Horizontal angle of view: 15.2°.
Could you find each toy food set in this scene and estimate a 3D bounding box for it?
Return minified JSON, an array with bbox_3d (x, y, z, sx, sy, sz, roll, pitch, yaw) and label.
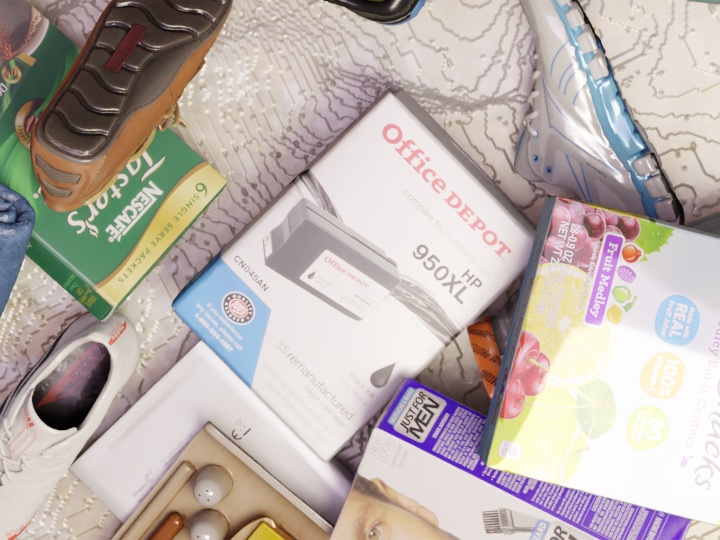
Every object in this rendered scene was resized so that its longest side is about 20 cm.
[{"bbox_3d":[-0.102,0.214,1.744,0.143,0.060,0.200,39,106,-1],"label":"toy food set"}]

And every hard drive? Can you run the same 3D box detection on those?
[{"bbox_3d":[-0.076,0.156,1.774,0.132,0.027,0.200,-44,93,13],"label":"hard drive"}]

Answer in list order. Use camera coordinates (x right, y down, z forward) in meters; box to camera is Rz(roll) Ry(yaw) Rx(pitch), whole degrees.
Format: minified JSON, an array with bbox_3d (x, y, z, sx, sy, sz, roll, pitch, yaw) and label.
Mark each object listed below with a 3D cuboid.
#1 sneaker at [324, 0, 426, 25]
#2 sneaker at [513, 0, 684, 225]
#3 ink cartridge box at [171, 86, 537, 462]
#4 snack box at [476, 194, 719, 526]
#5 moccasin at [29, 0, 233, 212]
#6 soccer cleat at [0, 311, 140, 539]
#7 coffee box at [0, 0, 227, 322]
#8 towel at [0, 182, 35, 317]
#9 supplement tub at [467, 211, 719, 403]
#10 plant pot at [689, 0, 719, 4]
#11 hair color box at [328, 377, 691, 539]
[{"bbox_3d":[-0.043,-0.223,1.705,0.200,0.083,0.071,33,97,-2],"label":"sneaker"},{"bbox_3d":[0.129,-0.102,1.721,0.087,0.075,0.200,-25,95,11],"label":"sneaker"},{"bbox_3d":[0.000,0.000,1.729,0.200,0.084,0.145,-45,93,6],"label":"ink cartridge box"},{"bbox_3d":[0.188,0.059,1.610,0.200,0.068,0.169,14,93,-4],"label":"snack box"},{"bbox_3d":[-0.141,-0.116,1.693,0.074,0.078,0.201,22,54,4],"label":"moccasin"},{"bbox_3d":[-0.215,0.110,1.750,0.069,0.085,0.200,39,96,-3],"label":"soccer cleat"},{"bbox_3d":[-0.197,-0.077,1.723,0.200,0.044,0.123,43,66,-3],"label":"coffee box"},{"bbox_3d":[-0.282,0.013,1.708,0.112,0.049,0.200,23,132,-7],"label":"towel"},{"bbox_3d":[0.176,0.046,1.709,0.200,0.123,0.123,-21,96,4],"label":"supplement tub"},{"bbox_3d":[0.242,-0.244,1.652,0.134,0.200,0.200,27,98,-28],"label":"plant pot"},{"bbox_3d":[0.091,0.162,1.675,0.200,0.065,0.109,27,129,8],"label":"hair color box"}]
